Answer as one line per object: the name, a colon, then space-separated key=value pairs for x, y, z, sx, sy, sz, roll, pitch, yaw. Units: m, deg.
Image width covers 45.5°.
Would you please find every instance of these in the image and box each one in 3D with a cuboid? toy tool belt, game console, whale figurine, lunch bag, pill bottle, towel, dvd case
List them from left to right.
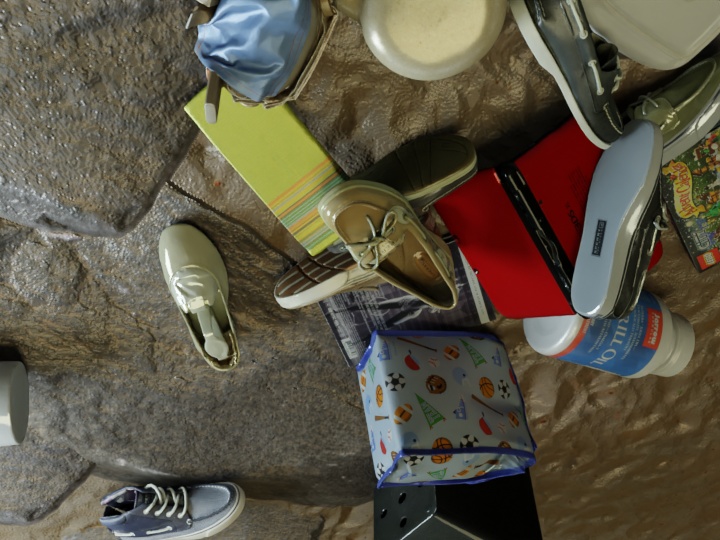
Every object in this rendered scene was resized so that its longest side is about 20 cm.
pill bottle: x=-0.490 y=0.156 z=0.977 sx=0.197 sy=0.114 sz=0.114 roll=-1 pitch=131 yaw=-9
toy tool belt: x=-0.081 y=-0.224 z=0.696 sx=0.124 sy=0.123 sz=0.201 roll=25 pitch=128 yaw=4
towel: x=-0.077 y=-0.110 z=0.849 sx=0.086 sy=0.018 sz=0.200 roll=-34 pitch=110 yaw=19
dvd case: x=0.056 y=0.037 z=1.044 sx=0.198 sy=0.016 sz=0.149 roll=-18 pitch=131 yaw=6
whale figurine: x=0.047 y=-0.267 z=0.738 sx=0.158 sy=0.104 sz=0.202 roll=-22 pitch=107 yaw=14
lunch bag: x=0.108 y=0.169 z=1.055 sx=0.198 sy=0.172 sz=0.124 roll=-1 pitch=148 yaw=-19
game console: x=0.201 y=-0.055 z=0.937 sx=0.172 sy=0.119 sz=0.201 roll=-37 pitch=113 yaw=-6
pill bottle: x=0.310 y=0.069 z=1.058 sx=0.198 sy=0.113 sz=0.113 roll=15 pitch=127 yaw=-23

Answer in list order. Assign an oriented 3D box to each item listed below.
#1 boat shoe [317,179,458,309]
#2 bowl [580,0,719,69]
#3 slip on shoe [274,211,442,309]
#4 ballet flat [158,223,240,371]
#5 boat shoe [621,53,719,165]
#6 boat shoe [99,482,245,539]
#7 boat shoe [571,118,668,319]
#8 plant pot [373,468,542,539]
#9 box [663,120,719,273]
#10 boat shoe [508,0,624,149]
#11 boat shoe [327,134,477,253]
boat shoe: x=0.037 y=-0.024 z=0.859 sx=0.073 sy=0.063 sz=0.199 roll=-39 pitch=136 yaw=22
bowl: x=0.285 y=-0.282 z=0.771 sx=0.199 sy=0.075 sz=0.200 roll=23 pitch=124 yaw=-29
slip on shoe: x=0.000 y=0.000 z=0.964 sx=0.198 sy=0.076 sz=0.061 roll=-28 pitch=121 yaw=4
ballet flat: x=-0.176 y=0.038 z=0.968 sx=0.069 sy=0.070 sz=0.201 roll=-13 pitch=132 yaw=1
boat shoe: x=0.304 y=-0.150 z=0.892 sx=0.062 sy=0.072 sz=0.200 roll=29 pitch=122 yaw=-23
boat shoe: x=-0.267 y=0.332 z=1.200 sx=0.198 sy=0.075 sz=0.093 roll=-20 pitch=139 yaw=8
boat shoe: x=0.272 y=-0.047 z=0.859 sx=0.067 sy=0.073 sz=0.202 roll=8 pitch=95 yaw=-28
plant pot: x=0.127 y=0.366 z=1.240 sx=0.177 sy=0.200 sz=0.200 roll=34 pitch=119 yaw=-21
box: x=0.415 y=-0.098 z=0.980 sx=0.136 sy=0.038 sz=0.200 roll=-30 pitch=130 yaw=15
boat shoe: x=0.205 y=-0.185 z=0.777 sx=0.060 sy=0.076 sz=0.200 roll=-26 pitch=140 yaw=25
boat shoe: x=0.036 y=-0.077 z=0.909 sx=0.199 sy=0.072 sz=0.066 roll=-23 pitch=137 yaw=17
